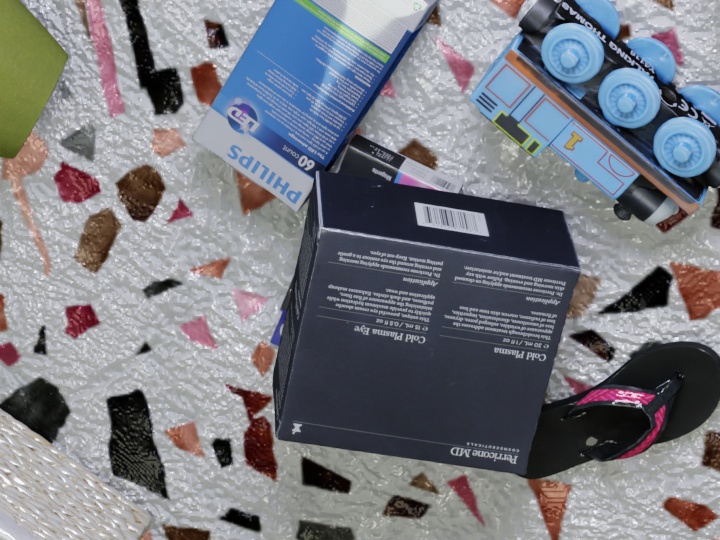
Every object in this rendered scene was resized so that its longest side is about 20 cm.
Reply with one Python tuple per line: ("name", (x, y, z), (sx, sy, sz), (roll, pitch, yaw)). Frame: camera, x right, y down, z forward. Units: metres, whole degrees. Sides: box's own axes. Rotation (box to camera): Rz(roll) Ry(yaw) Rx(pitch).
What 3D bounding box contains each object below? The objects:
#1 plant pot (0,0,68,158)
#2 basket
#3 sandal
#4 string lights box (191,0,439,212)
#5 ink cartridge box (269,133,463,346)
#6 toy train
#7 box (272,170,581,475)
("plant pot", (-0.334, -0.174, 1.698), (0.199, 0.187, 0.187), (28, 117, -13))
("basket", (-0.315, 0.252, 1.854), (0.200, 0.161, 0.199), (34, 116, 0))
("sandal", (0.196, 0.119, 1.722), (0.199, 0.045, 0.075), (-26, 102, 23))
("string lights box", (-0.033, -0.156, 1.670), (0.103, 0.059, 0.200), (35, 116, 1))
("ink cartridge box", (0.000, 0.000, 1.738), (0.094, 0.037, 0.201), (25, 117, 4))
("toy train", (0.181, -0.115, 1.617), (0.200, 0.087, 0.114), (39, 125, -4))
("box", (0.045, 0.040, 1.669), (0.199, 0.104, 0.183), (9, 116, -8))
